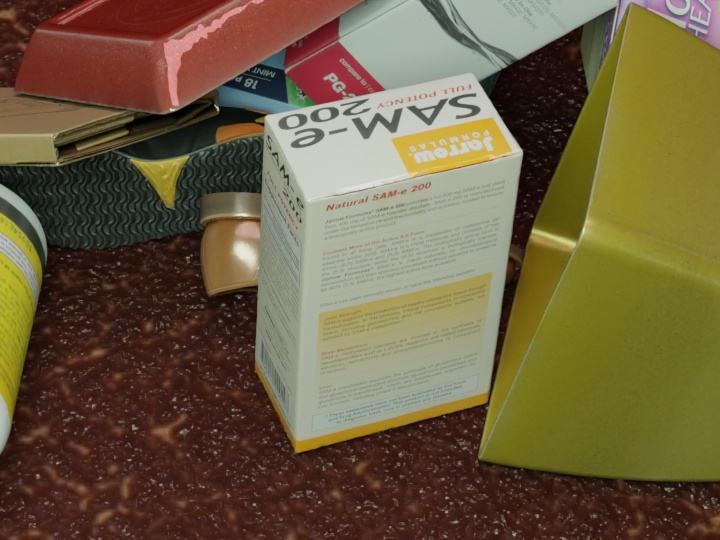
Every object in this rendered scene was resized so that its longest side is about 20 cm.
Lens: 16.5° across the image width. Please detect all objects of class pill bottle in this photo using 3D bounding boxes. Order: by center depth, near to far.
[{"bbox_3d":[-0.242,0.049,1.373,0.113,0.115,0.201,5,44,0],"label":"pill bottle"}]

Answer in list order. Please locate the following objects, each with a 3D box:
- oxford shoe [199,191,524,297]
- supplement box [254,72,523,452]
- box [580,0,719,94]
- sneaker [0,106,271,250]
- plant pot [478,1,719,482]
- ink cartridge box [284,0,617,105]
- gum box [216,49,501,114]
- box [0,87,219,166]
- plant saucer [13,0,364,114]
[{"bbox_3d":[0.000,0.000,1.492,0.199,0.071,0.072,4,78,-8],"label":"oxford shoe"},{"bbox_3d":[0.012,-0.003,1.386,0.125,0.201,0.074,-13,47,-18],"label":"supplement box"},{"bbox_3d":[0.202,-0.190,1.559,0.096,0.177,0.200,8,20,0],"label":"box"},{"bbox_3d":[-0.134,-0.064,1.541,0.199,0.070,0.090,-4,23,-3],"label":"sneaker"},{"bbox_3d":[0.191,0.006,1.411,0.175,0.201,0.201,19,45,-1],"label":"plant pot"},{"bbox_3d":[0.058,-0.187,1.518,0.199,0.083,0.146,-26,37,29],"label":"ink cartridge box"},{"bbox_3d":[0.007,-0.149,1.642,0.169,0.045,0.201,17,47,11],"label":"gum box"},{"bbox_3d":[-0.209,-0.087,1.474,0.199,0.021,0.163,2,14,31],"label":"box"},{"bbox_3d":[-0.091,-0.159,1.476,0.199,0.037,0.200,-33,23,-26],"label":"plant saucer"}]
